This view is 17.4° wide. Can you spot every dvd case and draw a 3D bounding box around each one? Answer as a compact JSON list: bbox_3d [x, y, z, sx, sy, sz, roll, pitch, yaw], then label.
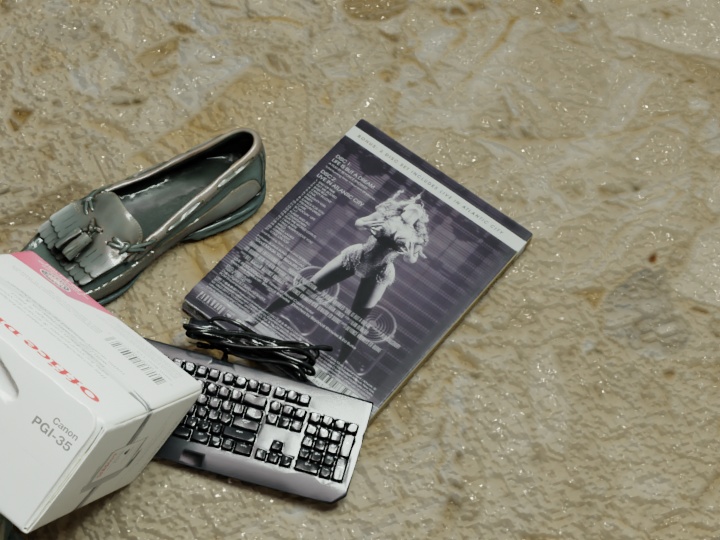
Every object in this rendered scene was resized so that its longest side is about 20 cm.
[{"bbox_3d":[0.000,0.000,1.575,0.149,0.016,0.200,35,59,14],"label":"dvd case"}]

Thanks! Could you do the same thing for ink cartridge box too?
[{"bbox_3d":[-0.195,0.064,1.377,0.146,0.200,0.083,38,100,7],"label":"ink cartridge box"}]

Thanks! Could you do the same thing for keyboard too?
[{"bbox_3d":[-0.092,0.072,1.486,0.200,0.040,0.104,15,63,2],"label":"keyboard"}]

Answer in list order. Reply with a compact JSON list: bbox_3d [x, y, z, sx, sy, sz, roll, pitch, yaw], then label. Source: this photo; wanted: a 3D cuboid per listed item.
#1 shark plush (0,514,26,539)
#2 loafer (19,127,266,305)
[{"bbox_3d":[-0.241,0.139,1.351,0.091,0.200,0.083,18,99,12],"label":"shark plush"},{"bbox_3d":[-0.148,-0.039,1.546,0.200,0.063,0.072,-30,66,-26],"label":"loafer"}]
